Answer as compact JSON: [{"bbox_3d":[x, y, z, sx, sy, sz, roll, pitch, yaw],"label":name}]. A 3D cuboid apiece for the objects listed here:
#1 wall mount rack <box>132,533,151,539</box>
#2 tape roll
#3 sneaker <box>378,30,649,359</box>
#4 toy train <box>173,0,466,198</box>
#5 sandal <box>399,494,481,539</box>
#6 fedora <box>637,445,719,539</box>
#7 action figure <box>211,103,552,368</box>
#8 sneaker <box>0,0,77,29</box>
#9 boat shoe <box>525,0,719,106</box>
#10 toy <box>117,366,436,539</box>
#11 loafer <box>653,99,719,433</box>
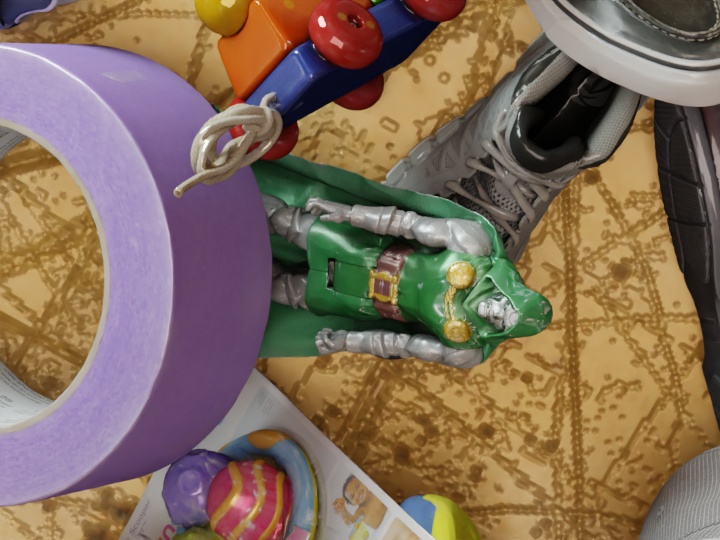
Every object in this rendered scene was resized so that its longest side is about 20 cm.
[{"bbox_3d":[-0.130,0.214,1.248,0.074,0.174,0.200,-2,97,-16],"label":"wall mount rack"},{"bbox_3d":[-0.144,0.000,1.216,0.200,0.085,0.200,3,96,28],"label":"tape roll"},{"bbox_3d":[0.058,-0.040,1.222,0.075,0.115,0.200,38,97,-2],"label":"sneaker"},{"bbox_3d":[-0.052,-0.112,1.189,0.116,0.200,0.085,50,130,6],"label":"toy train"},{"bbox_3d":[0.006,0.194,1.200,0.087,0.079,0.200,7,79,23],"label":"sandal"},{"bbox_3d":[0.182,0.132,1.213,0.177,0.200,0.090,8,53,-5],"label":"fedora"},{"bbox_3d":[0.000,0.000,1.214,0.200,0.055,0.118,12,110,36],"label":"action figure"},{"bbox_3d":[-0.159,-0.207,1.227,0.146,0.077,0.203,21,107,12],"label":"sneaker"},{"bbox_3d":[0.098,-0.150,1.180,0.072,0.071,0.200,-20,53,-29],"label":"boat shoe"},{"bbox_3d":[-0.052,0.119,1.214,0.047,0.200,0.115,25,99,-41],"label":"toy"},{"bbox_3d":[0.181,0.002,1.251,0.063,0.072,0.200,-16,103,-9],"label":"loafer"}]
